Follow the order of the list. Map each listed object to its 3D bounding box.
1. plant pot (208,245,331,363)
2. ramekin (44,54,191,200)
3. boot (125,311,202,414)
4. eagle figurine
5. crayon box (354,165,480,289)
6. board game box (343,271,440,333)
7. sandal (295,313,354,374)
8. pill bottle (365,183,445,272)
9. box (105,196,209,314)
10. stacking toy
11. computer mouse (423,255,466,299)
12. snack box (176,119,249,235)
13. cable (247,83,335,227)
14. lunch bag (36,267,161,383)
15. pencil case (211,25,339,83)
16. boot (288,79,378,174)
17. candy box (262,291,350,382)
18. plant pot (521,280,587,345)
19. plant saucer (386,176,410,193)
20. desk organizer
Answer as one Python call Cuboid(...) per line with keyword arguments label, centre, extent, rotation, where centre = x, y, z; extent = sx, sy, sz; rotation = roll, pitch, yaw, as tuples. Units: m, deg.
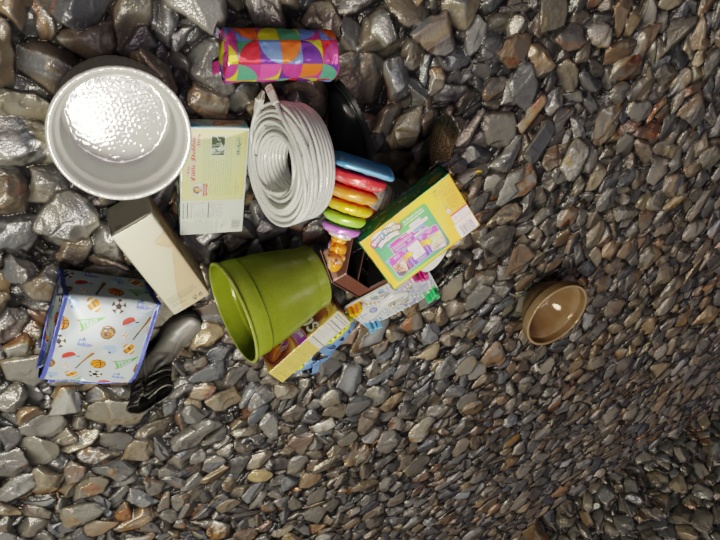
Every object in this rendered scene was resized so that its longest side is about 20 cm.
Cuboid(label="plant pot", centre=(-0.166, 0.044, 1.130), extent=(0.191, 0.200, 0.203), rotation=(-25, 134, -26))
Cuboid(label="ramekin", centre=(-0.362, -0.218, 0.869), extent=(0.197, 0.098, 0.203), rotation=(-16, 130, -19))
Cuboid(label="boot", centre=(-0.379, 0.185, 1.140), extent=(0.200, 0.132, 0.070), rotation=(-43, 132, 7))
Cuboid(label="eagle figurine", centre=(0.164, -0.187, 1.147), extent=(0.150, 0.152, 0.200), rotation=(-40, 132, 3))
Cuboid(label="crayon box", centre=(0.100, -0.075, 1.038), extent=(0.199, 0.058, 0.119), rotation=(-37, 115, 5))
Cuboid(label="board game box", centre=(0.079, 0.071, 1.303), extent=(0.197, 0.026, 0.200), rotation=(-28, 157, 7))
Cuboid(label="sandal", centre=(-0.089, 0.171, 1.336), extent=(0.199, 0.080, 0.087), rotation=(-39, 137, 14))
Cuboid(label="pill bottle", centre=(0.071, -0.085, 1.123), extent=(0.198, 0.114, 0.115), rotation=(30, 108, -22))
Cuboid(label="box", centre=(-0.354, -0.030, 1.020), extent=(0.077, 0.095, 0.202), rotation=(-29, 134, -7))
Cuboid(label="stacking toy", centre=(-0.025, -0.094, 0.997), extent=(0.108, 0.116, 0.204), rotation=(14, 102, -14))
Cuboid(label="computer mouse", centre=(0.141, -0.006, 1.352), extent=(0.198, 0.046, 0.140), rotation=(24, 122, -39))
Cuboid(label="snack box", centre=(-0.259, -0.160, 1.011), extent=(0.114, 0.037, 0.203), rotation=(-6, 126, -26))
Cuboid(label="cable", centre=(-0.120, -0.178, 0.970), extent=(0.068, 0.201, 0.201), rotation=(-17, 152, -39))
Cuboid(label="lunch bag", centre=(-0.473, 0.111, 1.042), extent=(0.168, 0.124, 0.203), rotation=(9, 112, -34))
Cuboid(label="pencil case", centre=(-0.132, -0.340, 0.919), extent=(0.196, 0.089, 0.090), rotation=(-7, 127, -22))
Cuboid(label="boot", centre=(-0.063, -0.216, 1.050), extent=(0.167, 0.077, 0.201), rotation=(-34, 139, -7))
Cuboid(label="candy box", centre=(-0.127, 0.127, 1.248), extent=(0.199, 0.117, 0.056), rotation=(-41, 133, 4))
Cuboid(label="plant pot", centre=(0.516, 0.098, 1.599), extent=(0.197, 0.093, 0.204), rotation=(-15, 131, -18))
Cuboid(label="plant saucer", centre=(0.040, -0.097, 1.217), extent=(0.197, 0.050, 0.203), rotation=(-15, 129, -19))
Cuboid(label="desk organizer", centre=(0.000, 0.000, 1.194), extent=(0.076, 0.073, 0.200), rotation=(-27, 157, 13))
